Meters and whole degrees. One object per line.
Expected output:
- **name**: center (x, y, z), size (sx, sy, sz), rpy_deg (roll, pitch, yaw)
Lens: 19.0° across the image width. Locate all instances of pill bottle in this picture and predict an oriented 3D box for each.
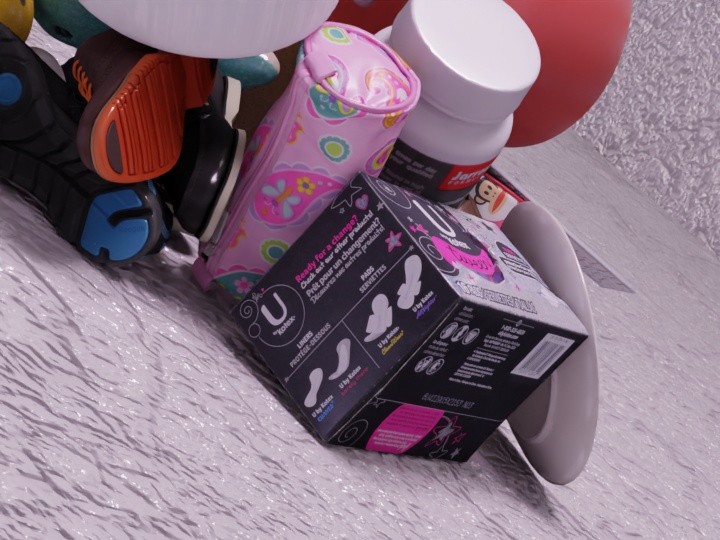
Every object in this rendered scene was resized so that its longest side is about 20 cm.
- **pill bottle**: center (0.030, -0.089, 1.429), size (0.113, 0.200, 0.114), rpy_deg (18, 45, -19)

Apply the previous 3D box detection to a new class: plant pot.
- **plant pot**: center (0.064, -0.194, 1.543), size (0.177, 0.201, 0.200), rpy_deg (6, 30, -43)

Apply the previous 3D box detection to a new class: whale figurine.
- **whale figurine**: center (-0.153, -0.179, 1.500), size (0.200, 0.104, 0.159), rpy_deg (42, -26, -21)

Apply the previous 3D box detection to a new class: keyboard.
- **keyboard**: center (0.135, -0.044, 1.675), size (0.200, 0.011, 0.056), rpy_deg (39, -5, -22)

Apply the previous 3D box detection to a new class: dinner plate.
- **dinner plate**: center (0.120, 0.052, 1.518), size (0.024, 0.201, 0.200), rpy_deg (-7, 28, -15)

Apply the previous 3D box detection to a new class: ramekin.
- **ramekin**: center (-0.091, -0.218, 1.294), size (0.199, 0.098, 0.201), rpy_deg (6, 45, -7)

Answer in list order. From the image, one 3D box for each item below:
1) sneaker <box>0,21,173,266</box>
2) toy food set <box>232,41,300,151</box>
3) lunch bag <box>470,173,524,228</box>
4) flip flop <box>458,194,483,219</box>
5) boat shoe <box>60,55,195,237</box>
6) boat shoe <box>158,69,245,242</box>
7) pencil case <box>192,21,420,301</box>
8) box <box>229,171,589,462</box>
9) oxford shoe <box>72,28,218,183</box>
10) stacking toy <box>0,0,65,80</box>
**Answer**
- **sneaker**: center (-0.195, -0.080, 1.339), size (0.200, 0.073, 0.082), rpy_deg (49, 10, 7)
- **toy food set**: center (-0.114, -0.172, 1.598), size (0.200, 0.198, 0.049), rpy_deg (36, 29, -6)
- **lunch bag**: center (0.037, -0.051, 1.708), size (0.176, 0.082, 0.200), rpy_deg (36, -14, -9)
- **flip flop**: center (0.064, -0.006, 1.546), size (0.081, 0.057, 0.201), rpy_deg (50, 42, -52)
- **boat shoe**: center (-0.158, -0.093, 1.498), size (0.074, 0.062, 0.200), rpy_deg (27, 17, -47)
- **boat shoe**: center (-0.112, -0.080, 1.389), size (0.063, 0.074, 0.202), rpy_deg (23, 23, -17)
- **pencil case**: center (-0.037, -0.060, 1.363), size (0.087, 0.200, 0.088), rpy_deg (18, 41, -17)
- **box**: center (0.035, 0.033, 1.378), size (0.115, 0.132, 0.200), rpy_deg (50, 16, 25)
- **oxford shoe**: center (-0.143, -0.105, 1.305), size (0.072, 0.072, 0.200), rpy_deg (1, 24, 12)
- **stacking toy**: center (-0.267, -0.183, 1.442), size (0.200, 0.146, 0.146), rpy_deg (51, 7, -19)
